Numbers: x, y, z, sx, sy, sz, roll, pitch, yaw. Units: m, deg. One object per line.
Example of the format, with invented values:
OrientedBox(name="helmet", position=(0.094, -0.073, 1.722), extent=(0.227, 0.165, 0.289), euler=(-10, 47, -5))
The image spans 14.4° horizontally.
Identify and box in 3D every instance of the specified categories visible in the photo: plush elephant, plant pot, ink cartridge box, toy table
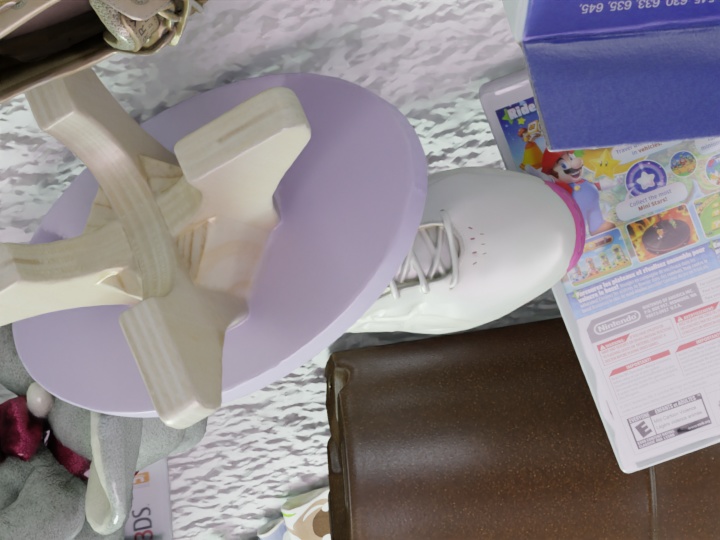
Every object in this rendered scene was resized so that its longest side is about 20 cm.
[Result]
OrientedBox(name="plush elephant", position=(-0.147, 0.082, 1.341), extent=(0.199, 0.155, 0.165), euler=(20, -171, 3))
OrientedBox(name="plant pot", position=(0.085, 0.108, 1.444), extent=(0.197, 0.201, 0.201), euler=(-3, 147, -4))
OrientedBox(name="ink cartridge box", position=(0.139, -0.145, 1.042), extent=(0.197, 0.201, 0.047), euler=(-6, 148, -15))
OrientedBox(name="toy table", position=(-0.082, -0.018, 1.193), extent=(0.200, 0.184, 0.117), euler=(-40, 160, 13))

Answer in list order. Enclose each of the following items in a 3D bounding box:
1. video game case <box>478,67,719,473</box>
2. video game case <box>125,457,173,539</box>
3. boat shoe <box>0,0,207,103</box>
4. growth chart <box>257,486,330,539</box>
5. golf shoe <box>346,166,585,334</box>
OrientedBox(name="video game case", position=(0.154, -0.017, 1.309), extent=(0.143, 0.018, 0.201), euler=(-20, 109, 8))
OrientedBox(name="video game case", position=(-0.199, 0.156, 1.540), extent=(0.199, 0.022, 0.183), euler=(-10, 148, -8))
OrientedBox(name="boat shoe", position=(-0.090, -0.113, 1.120), extent=(0.199, 0.065, 0.072), euler=(-19, 149, 3))
OrientedBox(name="growth chart", position=(0.013, 0.144, 1.618), extent=(0.199, 0.018, 0.145), euler=(-24, 147, 12))
OrientedBox(name="golf shoe", position=(0.000, 0.000, 1.275), extent=(0.199, 0.076, 0.092), euler=(-10, -175, 16))
